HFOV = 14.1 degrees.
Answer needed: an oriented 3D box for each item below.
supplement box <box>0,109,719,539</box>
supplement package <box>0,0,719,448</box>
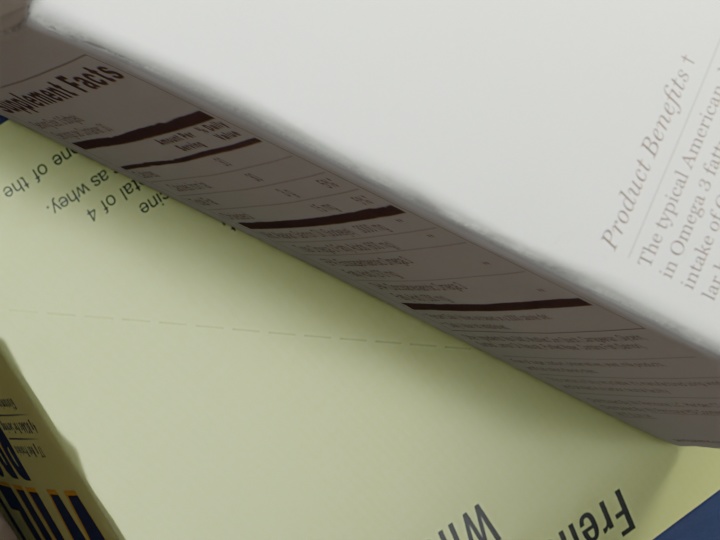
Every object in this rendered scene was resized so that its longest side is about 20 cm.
[{"bbox_3d":[0.000,0.000,0.707,0.200,0.134,0.200,-35,100,-16],"label":"supplement box"},{"bbox_3d":[0.029,-0.053,0.586,0.199,0.117,0.117,26,81,-17],"label":"supplement package"}]
